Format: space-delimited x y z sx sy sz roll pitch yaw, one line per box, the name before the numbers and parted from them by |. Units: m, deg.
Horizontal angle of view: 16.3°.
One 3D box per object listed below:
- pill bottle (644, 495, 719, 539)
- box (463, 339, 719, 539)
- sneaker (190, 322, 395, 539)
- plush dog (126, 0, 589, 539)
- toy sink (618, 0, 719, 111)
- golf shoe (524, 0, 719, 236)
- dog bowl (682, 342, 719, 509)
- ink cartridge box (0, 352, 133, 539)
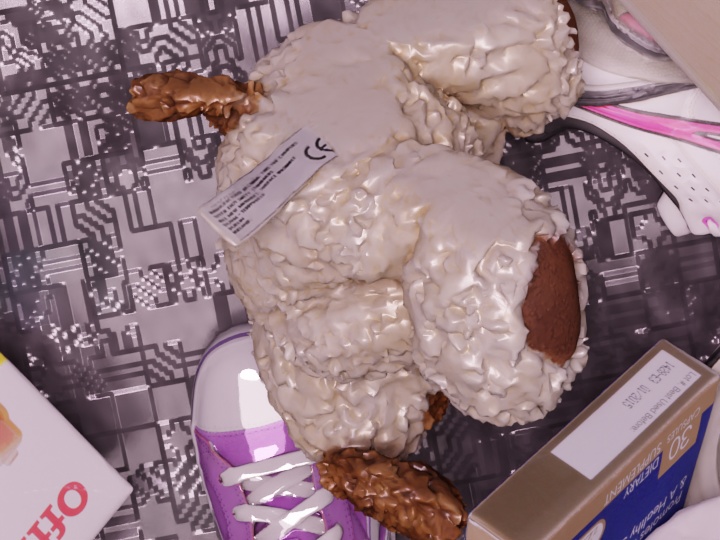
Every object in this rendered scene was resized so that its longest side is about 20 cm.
pill bottle | 0.148 0.186 0.944 0.111 0.113 0.201 -4 134 0
box | 0.070 0.132 0.927 0.032 0.121 0.201 33 137 23
sneaker | -0.018 0.123 0.967 0.072 0.114 0.202 -16 98 4
plush dog | 0.000 0.000 0.902 0.159 0.201 0.173 1 135 2
toy sink | 0.186 -0.155 0.879 0.200 0.112 0.131 -41 86 -13
golf shoe | 0.158 -0.048 0.964 0.199 0.073 0.093 28 114 1
dog bowl | 0.219 0.059 0.938 0.198 0.074 0.201 9 130 11
ink cartridge box | -0.204 0.067 0.928 0.200 0.083 0.145 47 65 -18
